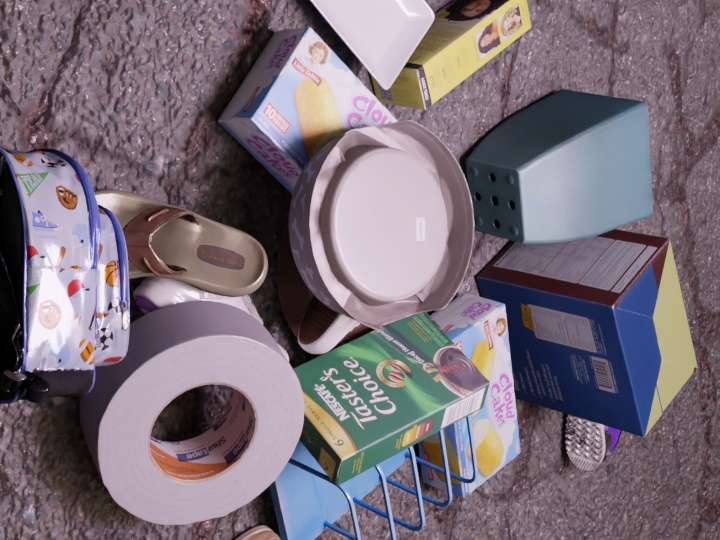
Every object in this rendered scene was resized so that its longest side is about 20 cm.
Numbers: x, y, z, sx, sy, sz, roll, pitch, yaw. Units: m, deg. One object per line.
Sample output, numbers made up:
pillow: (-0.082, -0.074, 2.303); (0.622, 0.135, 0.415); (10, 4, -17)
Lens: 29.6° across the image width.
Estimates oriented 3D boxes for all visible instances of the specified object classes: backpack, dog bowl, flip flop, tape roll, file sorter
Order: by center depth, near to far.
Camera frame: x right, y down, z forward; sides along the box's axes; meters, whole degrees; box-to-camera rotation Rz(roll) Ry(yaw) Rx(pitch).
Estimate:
backpack: (-0.269, -0.002, 1.063); (0.153, 0.198, 0.194); (-10, 101, -50)
flip flop: (-0.173, -0.023, 1.206); (0.197, 0.057, 0.082); (15, 78, -18)
tape roll: (-0.153, 0.131, 1.245); (0.197, 0.066, 0.203); (-12, 121, -21)
dog bowl: (0.017, -0.043, 1.301); (0.198, 0.058, 0.204); (0, 91, -37)
file sorter: (0.017, 0.208, 1.431); (0.199, 0.122, 0.141); (-35, 128, -37)

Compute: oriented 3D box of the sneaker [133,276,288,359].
sneaker: (-0.124, 0.036, 1.304); (0.200, 0.074, 0.101); (39, 72, -45)

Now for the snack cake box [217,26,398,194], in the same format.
snack cake box: (-0.031, -0.128, 1.342); (0.200, 0.067, 0.116); (43, 69, -31)

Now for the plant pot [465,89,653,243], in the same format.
plant pot: (0.225, -0.113, 1.612); (0.198, 0.140, 0.143); (-23, 116, -34)

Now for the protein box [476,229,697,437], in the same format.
protein box: (0.276, 0.064, 1.656); (0.135, 0.198, 0.201); (-42, 128, -32)

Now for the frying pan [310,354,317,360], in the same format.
frying pan: (-0.034, 0.124, 1.464); (0.190, 0.031, 0.116); (-45, 128, -35)

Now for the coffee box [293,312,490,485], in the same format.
coffee box: (0.021, 0.123, 1.373); (0.198, 0.123, 0.044); (-22, 144, -31)

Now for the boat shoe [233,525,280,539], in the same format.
boat shoe: (-0.132, 0.348, 1.377); (0.201, 0.069, 0.074); (-51, 131, -29)

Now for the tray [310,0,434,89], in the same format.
tray: (-0.010, -0.287, 1.365); (0.200, 0.022, 0.108); (47, 66, -31)

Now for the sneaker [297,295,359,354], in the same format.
sneaker: (0.016, 0.022, 1.384); (0.085, 0.072, 0.201); (51, 61, -26)

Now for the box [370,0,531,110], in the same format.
box: (0.099, -0.246, 1.481); (0.200, 0.075, 0.051); (-42, 130, -34)

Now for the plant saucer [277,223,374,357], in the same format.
plant saucer: (0.000, 0.000, 1.439); (0.198, 0.034, 0.204); (-2, 93, -40)

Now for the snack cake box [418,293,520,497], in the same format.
snack cake box: (0.121, 0.145, 1.596); (0.114, 0.067, 0.203); (-29, 120, -39)

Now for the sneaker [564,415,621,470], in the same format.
sneaker: (0.328, 0.162, 1.845); (0.099, 0.069, 0.203); (-11, 112, -52)
